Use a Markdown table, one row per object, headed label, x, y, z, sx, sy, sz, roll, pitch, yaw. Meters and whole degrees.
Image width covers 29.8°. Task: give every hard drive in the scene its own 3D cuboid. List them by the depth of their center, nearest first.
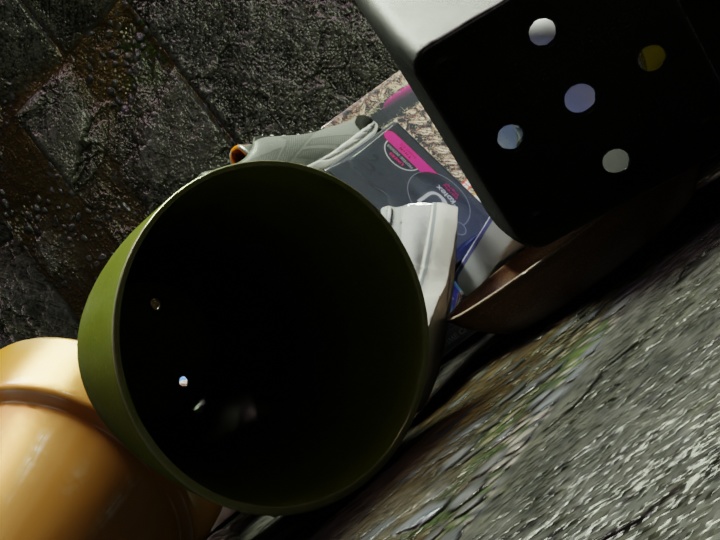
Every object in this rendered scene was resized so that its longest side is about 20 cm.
| label | x | y | z | sx | sy | sz | roll | pitch | yaw |
| --- | --- | --- | --- | --- | --- | --- | --- | --- | --- |
| hard drive | 0.168 | -0.060 | 1.007 | 0.200 | 0.025 | 0.132 | -30 | -17 | -26 |

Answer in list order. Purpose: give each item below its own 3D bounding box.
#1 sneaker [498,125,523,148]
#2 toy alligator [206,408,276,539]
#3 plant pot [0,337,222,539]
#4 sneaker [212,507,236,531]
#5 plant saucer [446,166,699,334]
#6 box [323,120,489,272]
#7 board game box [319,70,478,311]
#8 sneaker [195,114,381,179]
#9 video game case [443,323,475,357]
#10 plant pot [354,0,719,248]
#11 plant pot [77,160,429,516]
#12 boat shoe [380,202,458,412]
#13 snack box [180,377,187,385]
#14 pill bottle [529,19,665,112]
| label | x | y | z | sx | sy | sz | roll | pitch | yaw |
| --- | --- | --- | --- | --- | --- | --- | --- | --- | --- |
| sneaker | 0.121 | -0.132 | 1.118 | 0.074 | 0.088 | 0.200 | -34 | -43 | -25 |
| toy alligator | -0.045 | 0.122 | 0.865 | 0.054 | 0.059 | 0.200 | 79 | -148 | -46 |
| plant pot | -0.216 | 0.178 | 0.903 | 0.200 | 0.200 | 0.183 | -38 | 15 | 37 |
| sneaker | -0.163 | 0.173 | 1.097 | 0.200 | 0.114 | 0.073 | -39 | 2 | -21 |
| plant saucer | 0.144 | -0.016 | 0.869 | 0.200 | 0.037 | 0.200 | -38 | 1 | 0 |
| box | 0.000 | 0.000 | 1.090 | 0.106 | 0.122 | 0.200 | -38 | -10 | -44 |
| board game box | 0.084 | -0.083 | 1.240 | 0.159 | 0.200 | 0.097 | -38 | -15 | -12 |
| sneaker | -0.053 | -0.088 | 1.102 | 0.200 | 0.079 | 0.074 | -37 | -13 | -45 |
| video game case | 0.062 | 0.059 | 1.113 | 0.200 | 0.019 | 0.143 | -37 | 0 | 3 |
| plant pot | 0.117 | -0.130 | 0.784 | 0.200 | 0.200 | 0.178 | -29 | 24 | 14 |
| plant pot | -0.091 | 0.045 | 0.800 | 0.187 | 0.187 | 0.200 | -38 | 12 | -28 |
| boat shoe | 0.024 | 0.017 | 0.901 | 0.200 | 0.068 | 0.072 | -76 | -12 | -47 |
| snack box | -0.126 | 0.093 | 1.055 | 0.072 | 0.024 | 0.200 | 0 | 12 | 6 |
| pill bottle | 0.186 | -0.198 | 0.998 | 0.200 | 0.109 | 0.109 | -55 | 10 | -33 |
